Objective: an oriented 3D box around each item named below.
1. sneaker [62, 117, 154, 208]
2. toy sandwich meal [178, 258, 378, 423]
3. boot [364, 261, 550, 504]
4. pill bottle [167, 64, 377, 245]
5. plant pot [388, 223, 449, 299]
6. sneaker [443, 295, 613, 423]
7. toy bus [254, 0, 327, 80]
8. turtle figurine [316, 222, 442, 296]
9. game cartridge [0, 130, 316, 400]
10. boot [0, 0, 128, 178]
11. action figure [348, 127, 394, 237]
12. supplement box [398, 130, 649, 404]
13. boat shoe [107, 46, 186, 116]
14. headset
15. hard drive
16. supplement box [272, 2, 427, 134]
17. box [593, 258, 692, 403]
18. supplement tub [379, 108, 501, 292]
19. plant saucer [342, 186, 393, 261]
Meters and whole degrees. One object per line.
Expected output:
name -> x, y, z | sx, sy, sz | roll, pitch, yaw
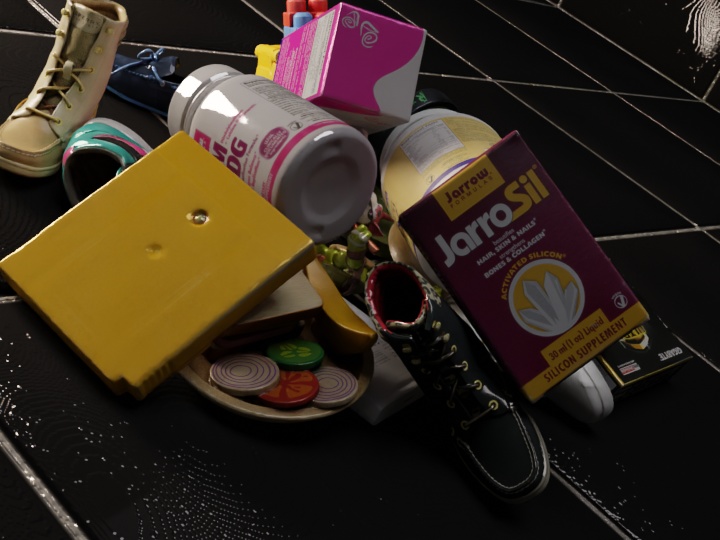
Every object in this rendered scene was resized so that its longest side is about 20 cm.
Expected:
sneaker -> -0.200, -0.071, 1.165 | 0.199, 0.084, 0.121 | 28, 25, 0
toy sandwich meal -> -0.076, 0.043, 1.038 | 0.203, 0.071, 0.206 | 12, 35, -8
boot -> 0.078, 0.094, 1.044 | 0.154, 0.073, 0.204 | 45, 14, -52
pill bottle -> -0.087, -0.113, 1.133 | 0.113, 0.114, 0.200 | 2, 24, -44
plant pot -> 0.120, 0.004, 1.370 | 0.199, 0.028, 0.201 | 29, 31, -19
sneaker -> 0.154, 0.096, 1.239 | 0.200, 0.074, 0.115 | 46, 48, 15
toy bus -> -0.033, -0.229, 1.474 | 0.198, 0.194, 0.136 | -2, 13, -19
turtle figurine -> 0.000, 0.000, 1.224 | 0.160, 0.065, 0.200 | 27, -15, -16
game cartridge -> -0.165, -0.007, 1.003 | 0.200, 0.033, 0.176 | -40, 62, -20
boot -> -0.293, -0.184, 1.204 | 0.072, 0.156, 0.200 | 27, 24, 0
action figure -> -0.057, -0.086, 1.265 | 0.200, 0.149, 0.134 | 38, 20, 15
supplement box -> 0.141, -0.003, 1.088 | 0.201, 0.131, 0.103 | 54, 1, 1
boat shoe -> -0.231, -0.229, 1.468 | 0.199, 0.069, 0.084 | 22, 24, -12
headset -> 0.074, -0.121, 1.409 | 0.094, 0.123, 0.200 | 49, -7, 27
hard drive -> -0.031, 0.061, 1.148 | 0.199, 0.027, 0.132 | 36, 25, 18
supplement box -> -0.020, -0.205, 1.310 | 0.100, 0.104, 0.200 | 14, -4, -21
box -> 0.276, 0.066, 1.392 | 0.199, 0.049, 0.160 | -8, 54, -53
supplement tub -> 0.102, -0.076, 1.264 | 0.144, 0.146, 0.200 | 17, 20, -22
plant saucer -> 0.021, -0.064, 1.448 | 0.199, 0.031, 0.200 | 23, 25, -11
